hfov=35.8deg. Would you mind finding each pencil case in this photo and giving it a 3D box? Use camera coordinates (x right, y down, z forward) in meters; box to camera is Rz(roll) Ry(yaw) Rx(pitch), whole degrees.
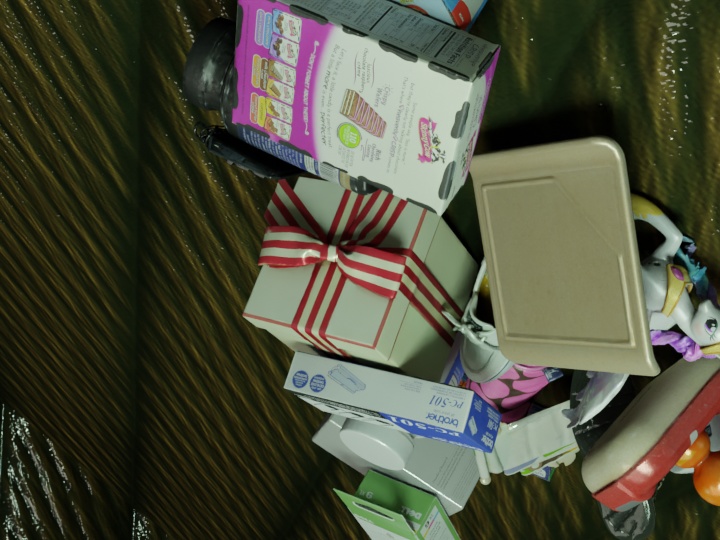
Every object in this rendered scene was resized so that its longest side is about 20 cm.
[{"bbox_3d":[0.177,0.114,1.263,0.093,0.091,0.200,-9,157,-12],"label":"pencil case"}]

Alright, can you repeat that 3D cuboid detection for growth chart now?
[{"bbox_3d":[0.218,0.188,1.274,0.145,0.198,0.018,80,169,-48],"label":"growth chart"}]

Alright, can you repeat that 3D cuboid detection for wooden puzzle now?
[{"bbox_3d":[0.173,-0.011,0.956,0.184,0.037,0.202,-1,105,57],"label":"wooden puzzle"}]

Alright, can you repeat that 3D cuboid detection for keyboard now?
[{"bbox_3d":[-0.103,-0.110,1.100,0.104,0.040,0.200,30,-168,6],"label":"keyboard"}]

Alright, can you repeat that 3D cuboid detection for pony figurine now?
[{"bbox_3d":[0.244,0.033,1.006,0.200,0.166,0.193,47,142,4],"label":"pony figurine"}]

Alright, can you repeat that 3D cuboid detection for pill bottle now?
[{"bbox_3d":[-0.057,-0.156,1.020,0.199,0.112,0.112,25,152,13],"label":"pill bottle"},{"bbox_3d":[0.055,0.117,1.256,0.111,0.201,0.112,24,155,12],"label":"pill bottle"}]

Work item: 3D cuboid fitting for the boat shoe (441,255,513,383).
[{"bbox_3d":[0.126,0.045,1.112,0.075,0.086,0.203,44,136,26],"label":"boat shoe"}]

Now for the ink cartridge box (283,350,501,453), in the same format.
[{"bbox_3d":[0.032,0.131,1.112,0.198,0.045,0.094,10,164,28],"label":"ink cartridge box"}]

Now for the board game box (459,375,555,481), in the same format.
[{"bbox_3d":[0.164,0.196,1.459,0.199,0.035,0.136,22,151,21],"label":"board game box"}]

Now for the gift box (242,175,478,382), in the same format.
[{"bbox_3d":[0.000,0.000,1.151,0.183,0.202,0.187,7,160,28],"label":"gift box"}]

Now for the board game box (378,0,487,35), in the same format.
[{"bbox_3d":[-0.026,-0.266,0.864,0.199,0.056,0.196,6,144,41],"label":"board game box"}]

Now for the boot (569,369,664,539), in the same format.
[{"bbox_3d":[0.286,0.175,1.220,0.073,0.154,0.206,-12,92,22],"label":"boot"}]

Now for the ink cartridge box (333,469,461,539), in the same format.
[{"bbox_3d":[0.052,0.310,1.395,0.103,0.060,0.201,16,152,33],"label":"ink cartridge box"}]

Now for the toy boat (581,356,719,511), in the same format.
[{"bbox_3d":[0.316,0.168,1.064,0.131,0.200,0.131,45,155,9],"label":"toy boat"}]

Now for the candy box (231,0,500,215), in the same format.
[{"bbox_3d":[-0.001,-0.146,0.881,0.199,0.061,0.137,26,138,13],"label":"candy box"}]

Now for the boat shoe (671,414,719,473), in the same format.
[{"bbox_3d":[0.397,0.173,1.160,0.069,0.072,0.200,8,153,-15],"label":"boat shoe"}]

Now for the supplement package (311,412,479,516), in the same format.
[{"bbox_3d":[0.058,0.210,1.425,0.199,0.120,0.121,33,156,-1],"label":"supplement package"}]
